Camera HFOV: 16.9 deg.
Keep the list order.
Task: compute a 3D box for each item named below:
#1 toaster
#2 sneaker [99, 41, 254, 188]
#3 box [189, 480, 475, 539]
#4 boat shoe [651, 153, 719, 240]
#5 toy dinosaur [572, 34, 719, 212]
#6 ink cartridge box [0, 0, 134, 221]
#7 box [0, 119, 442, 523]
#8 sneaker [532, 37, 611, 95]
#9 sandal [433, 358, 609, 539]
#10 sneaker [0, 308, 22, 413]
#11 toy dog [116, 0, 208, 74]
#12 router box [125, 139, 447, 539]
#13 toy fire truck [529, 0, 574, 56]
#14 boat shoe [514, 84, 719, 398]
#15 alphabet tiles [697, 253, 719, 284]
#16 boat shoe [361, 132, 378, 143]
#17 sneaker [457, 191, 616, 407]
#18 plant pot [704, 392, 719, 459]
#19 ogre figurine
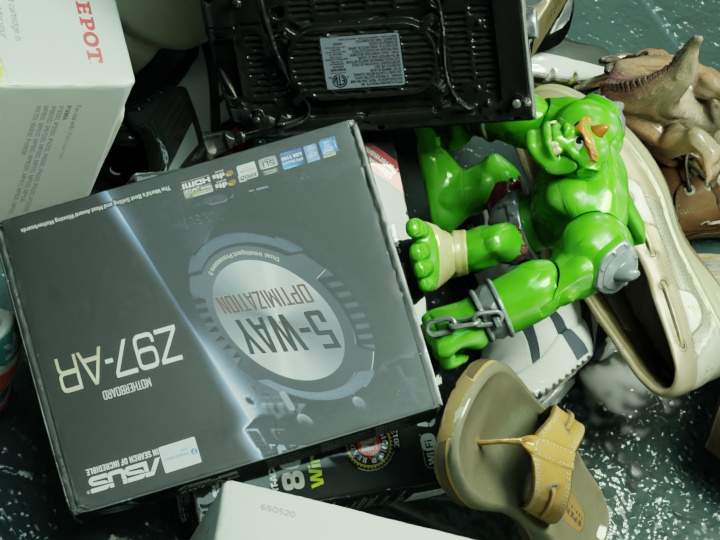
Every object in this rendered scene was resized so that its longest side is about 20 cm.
[{"bbox_3d":[-0.001,-0.170,1.308,0.199,0.181,0.119,-4,29,9],"label":"toaster"},{"bbox_3d":[-0.104,-0.085,1.428,0.098,0.071,0.201,17,54,-14],"label":"sneaker"},{"bbox_3d":[-0.004,0.239,1.205,0.199,0.131,0.200,15,53,-13],"label":"box"},{"bbox_3d":[0.209,-0.056,1.539,0.199,0.068,0.072,-7,61,-25],"label":"boat shoe"},{"bbox_3d":[0.177,-0.100,1.443,0.135,0.200,0.086,31,91,21],"label":"toy dinosaur"},{"bbox_3d":[-0.245,-0.117,1.343,0.199,0.145,0.146,-1,57,-22],"label":"ink cartridge box"},{"bbox_3d":[-0.074,0.027,1.259,0.199,0.044,0.161,-16,79,-3],"label":"box"},{"bbox_3d":[0.070,-0.158,1.535,0.199,0.074,0.085,9,76,-16],"label":"sneaker"},{"bbox_3d":[0.100,0.109,1.316,0.054,0.200,0.081,3,63,33],"label":"sandal"},{"bbox_3d":[-0.268,0.009,1.279,0.199,0.093,0.070,26,51,-4],"label":"sneaker"},{"bbox_3d":[-0.112,-0.220,1.462,0.139,0.195,0.200,10,23,-20],"label":"toy dog"},{"bbox_3d":[-0.040,0.036,1.325,0.149,0.062,0.201,-9,78,-14],"label":"router box"},{"bbox_3d":[0.039,-0.209,1.458,0.200,0.129,0.176,28,71,10],"label":"toy fire truck"},{"bbox_3d":[0.142,-0.018,1.393,0.065,0.072,0.200,-22,77,-45],"label":"boat shoe"},{"bbox_3d":[0.290,0.002,1.470,0.195,0.015,0.200,5,8,18],"label":"alphabet tiles"},{"bbox_3d":[0.000,0.000,1.419,0.074,0.062,0.201,3,58,-23],"label":"boat shoe"},{"bbox_3d":[0.083,0.018,1.430,0.130,0.080,0.199,43,52,11],"label":"sneaker"},{"bbox_3d":[0.312,0.092,1.428,0.199,0.187,0.187,18,51,9],"label":"plant pot"},{"bbox_3d":[0.091,-0.038,1.333,0.119,0.098,0.200,-11,25,11],"label":"ogre figurine"}]
